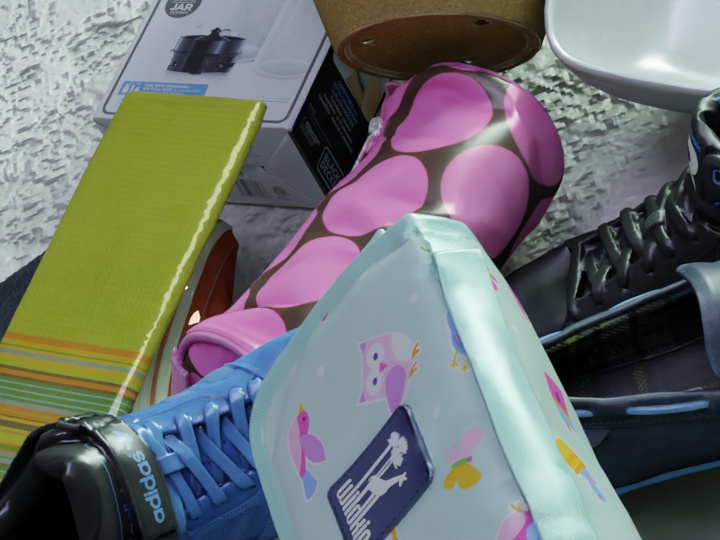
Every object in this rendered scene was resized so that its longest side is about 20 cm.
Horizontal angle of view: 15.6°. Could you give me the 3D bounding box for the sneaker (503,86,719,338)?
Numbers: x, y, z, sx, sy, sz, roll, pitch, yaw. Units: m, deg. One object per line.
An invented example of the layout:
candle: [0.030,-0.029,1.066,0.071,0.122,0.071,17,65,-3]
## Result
sneaker: [0.128,-0.023,1.063,0.199,0.112,0.073,-13,47,18]

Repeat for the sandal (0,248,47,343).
sandal: [-0.133,0.019,1.196,0.200,0.043,0.076,-38,23,16]

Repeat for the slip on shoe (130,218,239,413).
slip on shoe: [-0.074,0.055,1.145,0.061,0.074,0.201,20,40,-12]

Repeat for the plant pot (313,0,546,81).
plant pot: [0.031,-0.194,1.173,0.185,0.186,0.202,-7,74,22]

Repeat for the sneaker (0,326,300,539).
sneaker: [-0.056,0.074,0.971,0.199,0.111,0.077,-27,83,26]

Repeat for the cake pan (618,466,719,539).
cake pan: [0.132,0.125,0.988,0.199,0.037,0.201,-15,47,16]

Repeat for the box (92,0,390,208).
box: [-0.035,-0.129,1.276,0.116,0.060,0.201,6,55,31]

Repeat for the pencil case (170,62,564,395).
pencil case: [0.000,0.000,1.104,0.093,0.091,0.200,30,55,16]

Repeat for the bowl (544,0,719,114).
bowl: [0.192,-0.145,1.118,0.198,0.075,0.201,9,70,26]

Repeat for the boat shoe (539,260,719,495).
boat shoe: [0.139,0.033,0.987,0.199,0.069,0.084,-27,45,5]

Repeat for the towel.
towel: [-0.108,0.012,1.125,0.086,0.018,0.201,8,65,38]

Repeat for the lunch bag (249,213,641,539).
lunch bag: [0.036,0.104,0.877,0.121,0.201,0.171,-10,45,-10]
